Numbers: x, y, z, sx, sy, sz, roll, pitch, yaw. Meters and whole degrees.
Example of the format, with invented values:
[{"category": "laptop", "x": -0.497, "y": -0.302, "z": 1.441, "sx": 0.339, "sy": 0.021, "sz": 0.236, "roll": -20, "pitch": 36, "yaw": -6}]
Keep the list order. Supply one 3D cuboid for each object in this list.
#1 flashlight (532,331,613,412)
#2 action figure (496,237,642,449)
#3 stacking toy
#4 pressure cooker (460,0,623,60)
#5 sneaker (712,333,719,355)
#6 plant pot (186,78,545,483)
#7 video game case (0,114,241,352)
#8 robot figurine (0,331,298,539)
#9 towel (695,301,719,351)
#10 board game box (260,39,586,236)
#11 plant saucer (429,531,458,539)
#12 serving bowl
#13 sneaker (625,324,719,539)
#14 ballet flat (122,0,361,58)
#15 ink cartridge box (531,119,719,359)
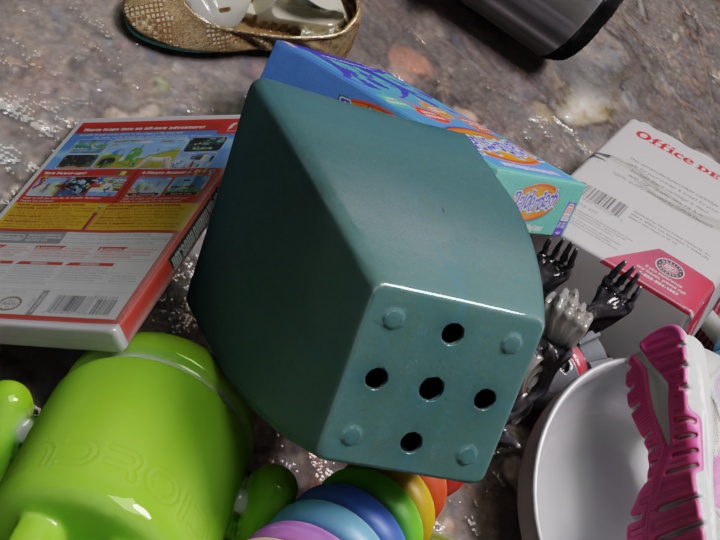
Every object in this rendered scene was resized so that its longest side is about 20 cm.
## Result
[{"category": "flashlight", "x": 0.093, "y": 0.087, "z": 0.866, "sx": 0.198, "sy": 0.067, "sz": 0.069, "roll": -15, "pitch": 77, "yaw": -42}, {"category": "action figure", "x": 0.092, "y": 0.035, "z": 0.798, "sx": 0.118, "sy": 0.103, "sz": 0.199, "roll": 32, "pitch": 40, "yaw": 27}, {"category": "stacking toy", "x": 0.003, "y": 0.132, "z": 0.657, "sx": 0.086, "sy": 0.085, "sz": 0.200, "roll": 47, "pitch": 35, "yaw": 3}, {"category": "pressure cooker", "x": 0.143, "y": -0.305, "z": 1.108, "sx": 0.198, "sy": 0.180, "sz": 0.176, "roll": 32, "pitch": 15, "yaw": -12}, {"category": "sneaker", "x": 0.334, "y": 0.102, "z": 1.006, "sx": 0.200, "sy": 0.079, "sz": 0.132, "roll": 41, "pitch": 71, "yaw": -33}, {"category": "plant pot", "x": 0.006, "y": 0.013, "z": 0.646, "sx": 0.139, "sy": 0.143, "sz": 0.200, "roll": 12, "pitch": 21, "yaw": -21}, {"category": "video game case", "x": -0.154, "y": -0.029, "z": 0.740, "sx": 0.201, "sy": 0.141, "sz": 0.018, "roll": -63, "pitch": 145, "yaw": -43}, {"category": "robot figurine", "x": -0.121, "y": 0.112, "z": 0.648, "sx": 0.172, "sy": 0.117, "sz": 0.201, "roll": 15, "pitch": 35, "yaw": 2}, {"category": "towel", "x": 0.337, "y": 0.087, "z": 1.072, "sx": 0.144, "sy": 0.023, "sz": 0.200, "roll": 47, "pitch": 46, "yaw": 0}, {"category": "board game box", "x": 0.044, "y": -0.092, "z": 0.883, "sx": 0.199, "sy": 0.046, "sz": 0.151, "roll": 34, "pitch": 16, "yaw": 27}, {"category": "plant saucer", "x": -0.002, "y": 0.193, "z": 0.650, "sx": 0.200, "sy": 0.197, "sz": 0.032, "roll": -41, "pitch": 129, "yaw": -45}, {"category": "serving bowl", "x": 0.185, "y": 0.165, "z": 0.859, "sx": 0.197, "sy": 0.066, "sz": 0.204, "roll": 7, "pitch": 72, "yaw": -24}, {"category": "sneaker", "x": 0.228, "y": 0.139, "z": 0.805, "sx": 0.087, "sy": 0.081, "sz": 0.204, "roll": 11, "pitch": 72, "yaw": -22}, {"category": "ballet flat", "x": -0.082, "y": -0.202, "z": 0.948, "sx": 0.197, "sy": 0.065, "sz": 0.071, "roll": -4, "pitch": 61, "yaw": -37}, {"category": "ink cartridge box", "x": 0.224, "y": -0.021, "z": 0.994, "sx": 0.144, "sy": 0.085, "sz": 0.200, "roll": 32, "pitch": 42, "yaw": 18}]
